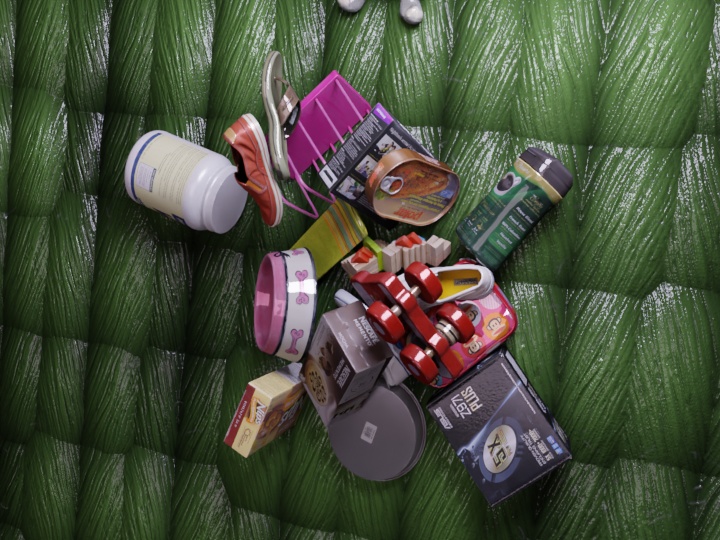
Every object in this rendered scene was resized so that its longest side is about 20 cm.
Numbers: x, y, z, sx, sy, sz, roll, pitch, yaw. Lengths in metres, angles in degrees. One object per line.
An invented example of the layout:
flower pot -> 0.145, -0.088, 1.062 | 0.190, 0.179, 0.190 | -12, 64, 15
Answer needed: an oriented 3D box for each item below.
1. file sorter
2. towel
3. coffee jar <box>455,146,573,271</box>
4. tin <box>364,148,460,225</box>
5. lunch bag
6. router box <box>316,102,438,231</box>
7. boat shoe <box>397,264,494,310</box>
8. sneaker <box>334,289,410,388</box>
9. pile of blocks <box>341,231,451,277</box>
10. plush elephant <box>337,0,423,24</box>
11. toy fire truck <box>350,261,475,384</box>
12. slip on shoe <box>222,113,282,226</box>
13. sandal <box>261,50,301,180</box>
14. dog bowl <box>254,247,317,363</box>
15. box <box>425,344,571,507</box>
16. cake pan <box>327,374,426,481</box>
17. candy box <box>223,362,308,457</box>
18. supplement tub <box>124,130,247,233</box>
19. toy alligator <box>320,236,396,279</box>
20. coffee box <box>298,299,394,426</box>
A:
file sorter -> -0.058, -0.205, 1.067 | 0.199, 0.138, 0.127 | -39, 67, 16
towel -> -0.064, -0.050, 1.110 | 0.199, 0.018, 0.088 | -40, 73, 42
coffee jar -> 0.251, -0.104, 1.007 | 0.085, 0.105, 0.201 | 36, 105, -19
tin -> 0.087, -0.134, 1.015 | 0.042, 0.197, 0.113 | 47, 115, 35
lunch bag -> 0.156, 0.080, 1.066 | 0.199, 0.082, 0.178 | -40, 78, 15
router box -> 0.041, -0.162, 1.022 | 0.149, 0.199, 0.051 | -45, 56, 13
boat shoe -> 0.117, 0.027, 1.005 | 0.195, 0.069, 0.073 | -8, 76, 26
sneaker -> 0.013, 0.123, 1.106 | 0.071, 0.073, 0.200 | -41, 81, -11
pile of blocks -> 0.061, -0.042, 1.070 | 0.194, 0.063, 0.083 | -12, 46, -5
plush elephant -> 0.044, -0.533, 1.020 | 0.161, 0.154, 0.205 | 24, 100, 14
toy fire truck -> 0.075, 0.081, 0.966 | 0.112, 0.167, 0.201 | -43, 103, -15
slip on shoe -> -0.172, -0.151, 0.988 | 0.060, 0.203, 0.074 | -30, 49, -18
sandal -> -0.121, -0.249, 0.994 | 0.055, 0.080, 0.208 | -7, 87, 6
dog bowl -> -0.138, 0.058, 1.090 | 0.072, 0.199, 0.207 | 5, 96, -22
box -> 0.234, 0.260, 1.045 | 0.162, 0.086, 0.203 | -36, 83, 17
cake pan -> 0.024, 0.294, 1.139 | 0.194, 0.037, 0.207 | 1, 94, 18
candy box -> -0.156, 0.243, 1.107 | 0.054, 0.199, 0.118 | 28, 101, 14
supplement tub -> -0.326, -0.165, 1.165 | 0.196, 0.145, 0.149 | 23, 100, 15
toy alligator -> 0.000, 0.000, 1.125 | 0.198, 0.059, 0.055 | 38, 146, 19
coffee box -> -0.030, 0.160, 1.040 | 0.114, 0.078, 0.202 | 57, 146, 24
